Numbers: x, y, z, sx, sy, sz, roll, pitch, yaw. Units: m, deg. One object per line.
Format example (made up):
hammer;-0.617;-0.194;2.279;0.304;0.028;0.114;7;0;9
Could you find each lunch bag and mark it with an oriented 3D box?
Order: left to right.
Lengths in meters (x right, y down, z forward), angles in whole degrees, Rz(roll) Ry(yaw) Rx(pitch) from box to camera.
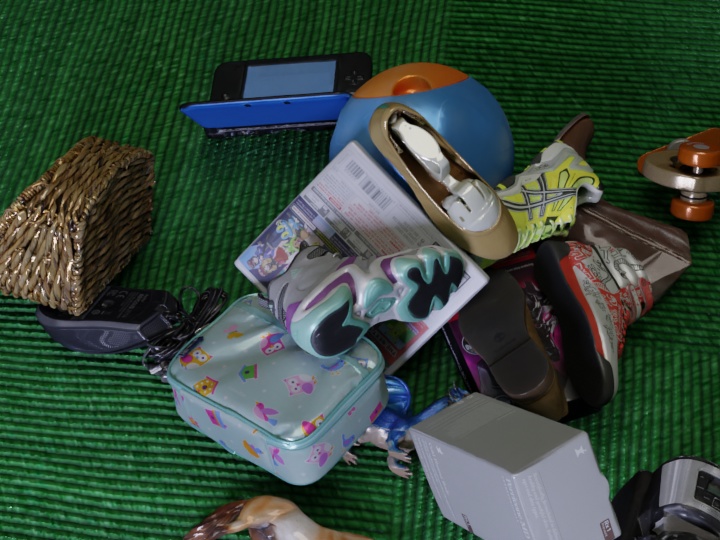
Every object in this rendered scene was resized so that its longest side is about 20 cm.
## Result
lunch bag;-0.081;0.105;1.320;0.200;0.077;0.160;26;55;32

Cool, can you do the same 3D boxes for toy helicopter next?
toy helicopter;0.407;-0.120;1.535;0.200;0.079;0.132;-8;23;-24

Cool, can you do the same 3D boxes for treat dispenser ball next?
treat dispenser ball;0.067;-0.125;1.470;0.201;0.201;0.201;-1;54;1

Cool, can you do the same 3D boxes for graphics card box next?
graphics card box;0.158;0.074;1.416;0.125;0.051;0.200;-15;56;-10

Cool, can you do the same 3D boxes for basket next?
basket;-0.323;-0.068;1.443;0.149;0.143;0.200;15;32;11

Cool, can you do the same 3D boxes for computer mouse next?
computer mouse;-0.249;0.061;1.421;0.200;0.053;0.139;6;33;21

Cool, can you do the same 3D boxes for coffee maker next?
coffee maker;0.253;0.284;1.200;0.135;0.192;0.200;50;39;-14

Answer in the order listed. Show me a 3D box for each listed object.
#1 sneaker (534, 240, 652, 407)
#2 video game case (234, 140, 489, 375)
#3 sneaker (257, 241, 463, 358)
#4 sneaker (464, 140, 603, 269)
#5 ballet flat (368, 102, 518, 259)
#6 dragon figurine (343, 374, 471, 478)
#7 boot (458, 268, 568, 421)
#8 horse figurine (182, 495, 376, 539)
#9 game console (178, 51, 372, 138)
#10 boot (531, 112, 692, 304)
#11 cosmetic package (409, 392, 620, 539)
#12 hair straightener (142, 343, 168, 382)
sneaker;0.256;0.050;1.374;0.108;0.067;0.202;2;46;-19
video game case;0.000;0.000;1.389;0.200;0.023;0.182;46;103;3
sneaker;-0.008;0.003;1.330;0.200;0.078;0.140;-20;36;-32
sneaker;0.184;-0.062;1.427;0.076;0.075;0.200;37;60;19
ballet flat;0.084;-0.087;1.338;0.200;0.063;0.069;44;81;-5
dragon figurine;0.020;0.145;1.363;0.200;0.059;0.099;11;54;16
boot;0.153;0.077;1.352;0.074;0.075;0.200;-32;38;11
horse figurine;-0.073;0.266;1.282;0.200;0.050;0.133;23;46;25
game console;-0.094;-0.221;1.582;0.200;0.118;0.171;-2;53;9
boot;0.291;-0.070;1.507;0.200;0.064;0.186;24;69;21
cosmetic package;0.137;0.189;1.228;0.090;0.107;0.200;-25;14;-17
hair straightener;-0.133;0.100;1.421;0.200;0.041;0.077;7;54;13
